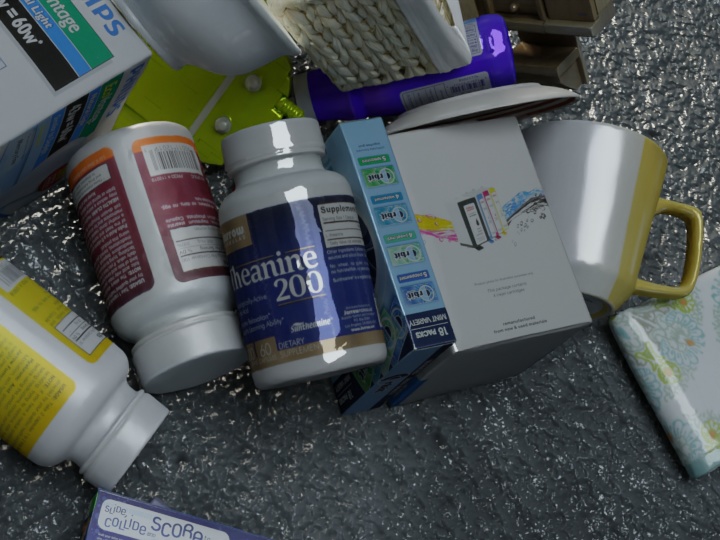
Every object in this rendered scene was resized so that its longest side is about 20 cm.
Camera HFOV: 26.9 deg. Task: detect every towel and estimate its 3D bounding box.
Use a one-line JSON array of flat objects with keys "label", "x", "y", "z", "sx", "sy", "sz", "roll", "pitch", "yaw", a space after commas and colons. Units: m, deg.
[{"label": "towel", "x": 0.352, "y": 0.089, "z": 1.460, "sx": 0.199, "sy": 0.048, "sz": 0.172, "roll": -21, "pitch": 74, "yaw": -29}]

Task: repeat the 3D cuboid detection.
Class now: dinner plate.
[{"label": "dinner plate", "x": 0.100, "y": -0.143, "z": 1.365, "sx": 0.198, "sy": 0.200, "sz": 0.025, "roll": -13, "pitch": 89, "yaw": -27}]

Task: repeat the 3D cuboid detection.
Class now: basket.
[{"label": "basket", "x": 0.001, "y": -0.244, "z": 1.238, "sx": 0.122, "sy": 0.200, "sz": 0.137, "roll": -16, "pitch": 71, "yaw": 15}]

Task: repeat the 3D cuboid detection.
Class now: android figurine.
[{"label": "android figurine", "x": -0.142, "y": -0.175, "z": 1.322, "sx": 0.199, "sy": 0.041, "sz": 0.182, "roll": 39, "pitch": 98, "yaw": -4}]

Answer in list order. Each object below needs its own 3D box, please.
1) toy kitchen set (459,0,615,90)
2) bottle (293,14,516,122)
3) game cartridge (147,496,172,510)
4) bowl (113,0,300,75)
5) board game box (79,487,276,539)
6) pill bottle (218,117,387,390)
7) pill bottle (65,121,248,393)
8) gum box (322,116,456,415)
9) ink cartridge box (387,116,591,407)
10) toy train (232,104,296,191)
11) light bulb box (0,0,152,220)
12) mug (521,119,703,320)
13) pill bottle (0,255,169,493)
[{"label": "toy kitchen set", "x": 0.119, "y": -0.202, "z": 1.431, "sx": 0.181, "sy": 0.199, "sz": 0.164, "roll": -48, "pitch": 132, "yaw": -31}, {"label": "bottle", "x": 0.039, "y": -0.176, "z": 1.356, "sx": 0.198, "sy": 0.084, "sz": 0.066, "roll": -13, "pitch": 83, "yaw": 8}, {"label": "game cartridge", "x": -0.125, "y": 0.289, "z": 1.177, "sx": 0.200, "sy": 0.038, "sz": 0.130, "roll": 40, "pitch": 55, "yaw": -2}, {"label": "bowl", "x": -0.142, "y": -0.225, "z": 1.195, "sx": 0.090, "sy": 0.201, "sz": 0.202, "roll": -38, "pitch": 84, "yaw": 5}, {"label": "board game box", "x": -0.125, "y": 0.260, "z": 1.150, "sx": 0.198, "sy": 0.034, "sz": 0.137, "roll": 19, "pitch": 61, "yaw": -14}, {"label": "pill bottle", "x": -0.052, "y": -0.013, "z": 1.201, "sx": 0.110, "sy": 0.111, "sz": 0.202, "roll": -10, "pitch": 84, "yaw": -26}, {"label": "pill bottle", "x": -0.163, "y": -0.009, "z": 1.244, "sx": 0.113, "sy": 0.114, "sz": 0.202, "roll": -12, "pitch": 73, "yaw": -27}, {"label": "gum box", "x": 0.000, "y": 0.000, "z": 1.276, "sx": 0.044, "sy": 0.170, "sz": 0.202, "roll": -11, "pitch": 72, "yaw": -26}, {"label": "ink cartridge box", "x": 0.080, "y": -0.009, "z": 1.328, "sx": 0.143, "sy": 0.147, "sz": 0.202, "roll": -11, "pitch": 72, "yaw": -26}, {"label": "toy train", "x": -0.093, "y": -0.069, "z": 1.347, "sx": 0.045, "sy": 0.034, "sz": 0.202, "roll": 18, "pitch": 61, "yaw": -11}, {"label": "light bulb box", "x": -0.295, "y": -0.129, "z": 1.192, "sx": 0.200, "sy": 0.198, "sz": 0.125, "roll": -38, "pitch": 87, "yaw": -30}, {"label": "mug", "x": 0.221, "y": -0.038, "z": 1.398, "sx": 0.184, "sy": 0.150, "sz": 0.155, "roll": 4, "pitch": 70, "yaw": 16}, {"label": "pill bottle", "x": -0.250, "y": 0.081, "z": 1.169, "sx": 0.199, "sy": 0.111, "sz": 0.112, "roll": 38, "pitch": 59, "yaw": -3}]
